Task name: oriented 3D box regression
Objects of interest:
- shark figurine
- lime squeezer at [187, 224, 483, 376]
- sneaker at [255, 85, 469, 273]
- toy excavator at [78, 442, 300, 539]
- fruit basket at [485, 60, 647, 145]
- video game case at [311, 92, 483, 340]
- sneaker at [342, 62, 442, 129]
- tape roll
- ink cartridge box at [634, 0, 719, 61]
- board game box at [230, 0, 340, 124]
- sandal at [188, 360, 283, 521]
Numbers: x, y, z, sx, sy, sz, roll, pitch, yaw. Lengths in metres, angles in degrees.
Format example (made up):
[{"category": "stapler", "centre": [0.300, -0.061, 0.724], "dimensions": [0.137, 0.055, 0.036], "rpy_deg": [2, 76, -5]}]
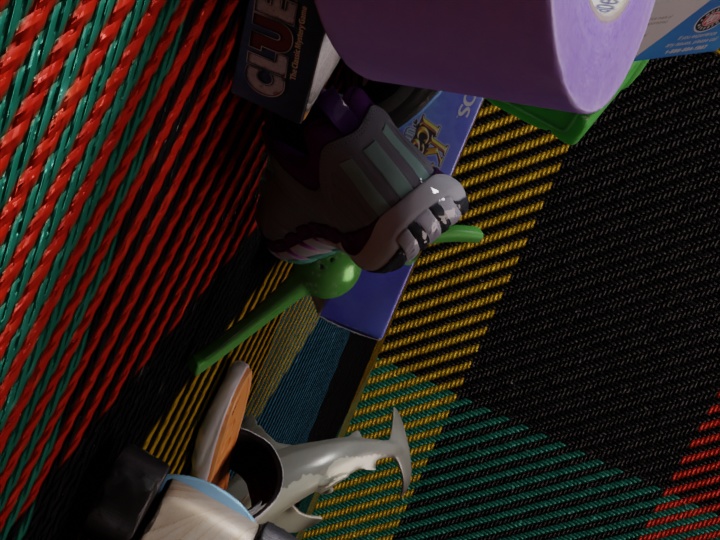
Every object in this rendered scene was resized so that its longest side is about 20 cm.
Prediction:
[{"category": "shark figurine", "centre": [-0.050, 0.144, 1.217], "dimensions": [0.213, 0.090, 0.129], "rpy_deg": [-24, 151, -18]}, {"category": "lime squeezer", "centre": [0.000, 0.000, 0.855], "dimensions": [0.199, 0.038, 0.071], "rpy_deg": [-25, 141, -28]}, {"category": "sneaker", "centre": [-0.018, -0.055, 0.751], "dimensions": [0.074, 0.088, 0.200], "rpy_deg": [-41, -164, -15]}, {"category": "toy excavator", "centre": [-0.120, 0.200, 0.776], "dimensions": [0.195, 0.099, 0.200], "rpy_deg": [-63, -176, -20]}, {"category": "fruit basket", "centre": [0.147, -0.217, 1.019], "dimensions": [0.217, 0.155, 0.216], "rpy_deg": [-63, 180, 1]}, {"category": "video game case", "centre": [0.020, -0.075, 0.989], "dimensions": [0.181, 0.045, 0.201], "rpy_deg": [-122, -126, -76]}, {"category": "sneaker", "centre": [0.029, -0.163, 0.837], "dimensions": [0.082, 0.071, 0.201], "rpy_deg": [-25, 147, -49]}, {"category": "tape roll", "centre": [0.056, -0.159, 0.546], "dimensions": [0.200, 0.084, 0.202], "rpy_deg": [11, 90, -71]}, {"category": "ink cartridge box", "centre": [0.151, -0.190, 0.708], "dimensions": [0.144, 0.085, 0.200], "rpy_deg": [-12, 150, -39]}, {"category": "board game box", "centre": [0.011, -0.176, 0.648], "dimensions": [0.136, 0.034, 0.201], "rpy_deg": [109, 7, -52]}, {"category": "sandal", "centre": [-0.083, 0.139, 1.057], "dimensions": [0.207, 0.059, 0.079], "rpy_deg": [108, 7, -54]}]
